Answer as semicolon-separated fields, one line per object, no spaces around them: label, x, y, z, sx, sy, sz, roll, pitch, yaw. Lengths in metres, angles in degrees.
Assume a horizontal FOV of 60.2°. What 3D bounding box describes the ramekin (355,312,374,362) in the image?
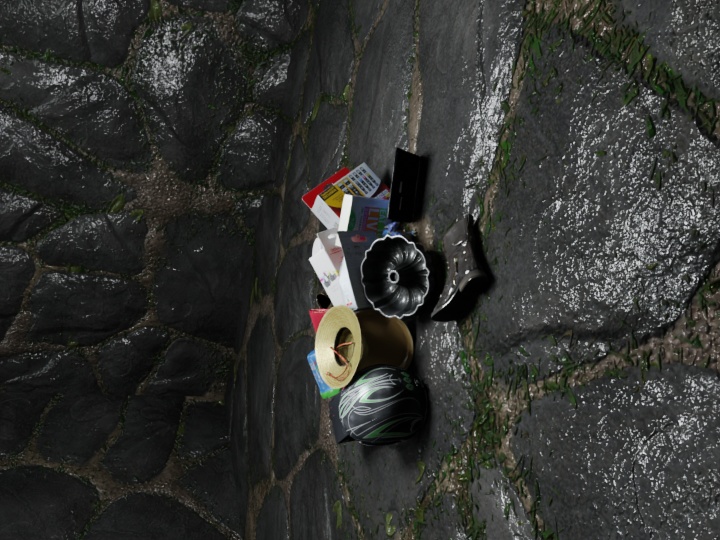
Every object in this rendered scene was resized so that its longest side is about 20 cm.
ramekin;0.009;0.180;1.703;0.199;0.097;0.204;9;101;55

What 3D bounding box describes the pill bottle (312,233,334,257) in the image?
pill bottle;-0.035;-0.044;1.799;0.112;0.197;0.114;-174;90;-69

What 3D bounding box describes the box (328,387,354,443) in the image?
box;-0.002;0.387;1.716;0.200;0.105;0.124;126;135;-53

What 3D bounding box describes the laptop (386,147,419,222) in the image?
laptop;0.092;-0.221;1.647;0.102;0.199;0.180;9;94;32

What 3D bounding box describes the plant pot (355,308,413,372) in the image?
plant pot;0.038;0.192;1.591;0.028;0.197;0.203;-58;-19;-74

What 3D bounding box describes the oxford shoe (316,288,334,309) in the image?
oxford shoe;-0.076;0.066;1.690;0.073;0.084;0.201;-44;25;29

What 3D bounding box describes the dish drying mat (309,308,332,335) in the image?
dish drying mat;-0.073;0.187;1.634;0.018;0.076;0.202;-58;-43;-53

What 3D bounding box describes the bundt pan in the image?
bundt pan;0.101;0.012;1.519;0.200;0.075;0.205;5;98;36

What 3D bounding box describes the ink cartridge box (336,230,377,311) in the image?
ink cartridge box;0.000;0.000;1.602;0.050;0.161;0.203;-24;78;37

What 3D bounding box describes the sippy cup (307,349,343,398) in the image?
sippy cup;-0.084;0.278;1.798;0.177;0.139;0.131;-28;95;45

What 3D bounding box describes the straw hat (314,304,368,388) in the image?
straw hat;-0.027;0.191;1.539;0.200;0.084;0.204;-17;68;49

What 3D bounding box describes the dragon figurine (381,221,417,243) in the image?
dragon figurine;0.085;-0.075;1.635;0.200;0.098;0.060;144;129;-63

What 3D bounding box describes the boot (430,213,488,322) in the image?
boot;0.207;-0.002;1.360;0.201;0.068;0.176;-53;34;41

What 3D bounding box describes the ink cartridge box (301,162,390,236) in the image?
ink cartridge box;-0.037;-0.209;1.759;0.176;0.200;0.084;46;147;5

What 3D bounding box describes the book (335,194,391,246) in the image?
book;0.013;-0.130;1.669;0.048;0.199;0.136;16;101;34

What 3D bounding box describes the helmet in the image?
helmet;0.045;0.324;1.501;0.199;0.188;0.203;-175;90;-66

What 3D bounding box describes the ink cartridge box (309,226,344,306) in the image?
ink cartridge box;-0.056;-0.007;1.649;0.068;0.115;0.202;-32;84;37
